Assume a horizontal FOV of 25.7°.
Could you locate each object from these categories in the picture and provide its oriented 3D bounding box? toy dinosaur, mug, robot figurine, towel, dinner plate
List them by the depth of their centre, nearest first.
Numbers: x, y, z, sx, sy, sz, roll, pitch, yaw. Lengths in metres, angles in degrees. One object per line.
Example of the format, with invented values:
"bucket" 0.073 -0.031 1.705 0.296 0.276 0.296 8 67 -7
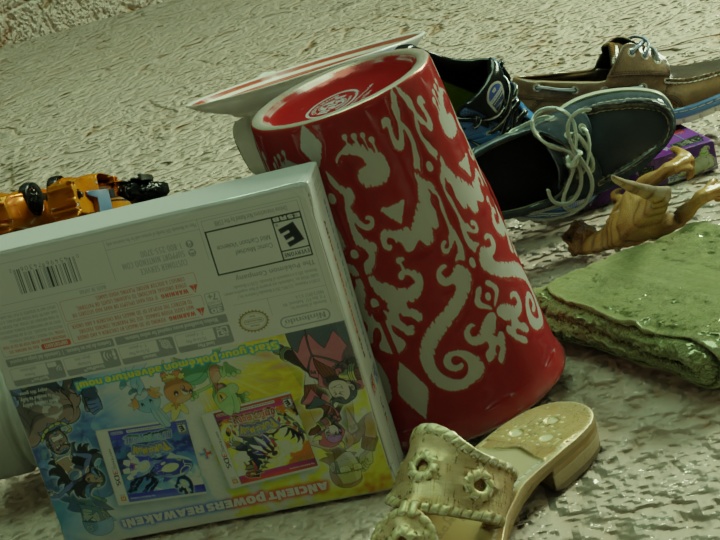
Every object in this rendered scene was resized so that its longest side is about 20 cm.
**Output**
"mug" 0.021 -0.022 0.924 0.133 0.200 0.178 -22 20 3
"towel" 0.202 0.016 0.943 0.148 0.037 0.200 -23 17 -22
"toy dinosaur" 0.192 -0.039 1.040 0.106 0.060 0.200 -33 -6 -14
"dinner plate" -0.042 -0.153 1.257 0.200 0.024 0.200 -16 11 3
"robot figurine" -0.258 -0.052 1.435 0.145 0.058 0.200 -11 -2 17

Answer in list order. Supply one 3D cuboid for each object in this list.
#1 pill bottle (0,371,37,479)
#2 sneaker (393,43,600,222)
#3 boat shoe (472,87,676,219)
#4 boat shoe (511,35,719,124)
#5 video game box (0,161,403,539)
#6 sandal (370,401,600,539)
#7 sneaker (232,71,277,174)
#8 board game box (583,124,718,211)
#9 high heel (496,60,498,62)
"pill bottle" -0.146 0.063 0.978 0.200 0.115 0.114 -15 18 1
"sneaker" 0.093 -0.103 1.158 0.089 0.200 0.079 -47 20 62
"boat shoe" 0.130 -0.077 1.102 0.200 0.075 0.062 -15 8 -1
"boat shoe" 0.219 -0.152 1.283 0.200 0.073 0.072 -15 17 -3
"video game box" -0.094 0.050 0.862 0.200 0.183 0.047 -12 17 12
"sandal" 0.045 0.101 0.774 0.078 0.070 0.212 0 24 40
"sneaker" -0.056 -0.139 1.392 0.085 0.073 0.200 -26 19 11
"board game box" 0.202 -0.099 1.303 0.120 0.032 0.200 -14 17 -7
"high heel" 0.022 -0.125 1.226 0.200 0.143 0.071 20 -18 -15
